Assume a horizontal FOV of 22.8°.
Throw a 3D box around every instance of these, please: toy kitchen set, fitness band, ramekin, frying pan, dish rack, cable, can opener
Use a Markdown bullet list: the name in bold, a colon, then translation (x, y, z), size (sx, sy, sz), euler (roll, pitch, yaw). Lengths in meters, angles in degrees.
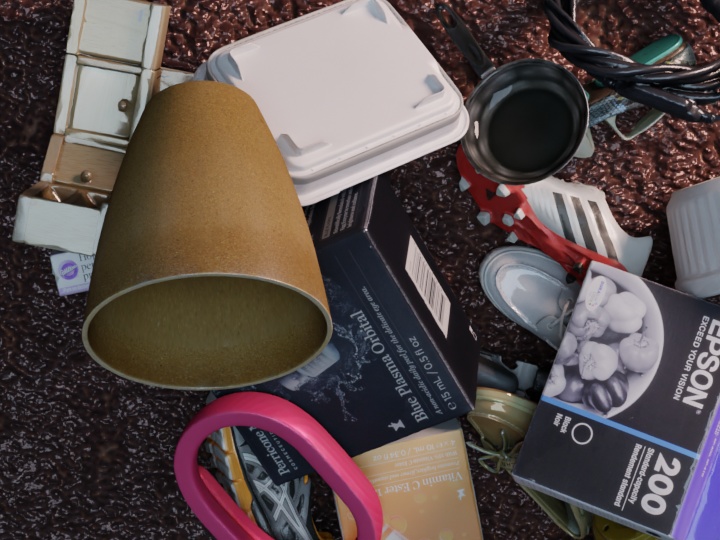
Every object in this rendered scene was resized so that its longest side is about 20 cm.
- **toy kitchen set**: translation (-0.179, -0.118, 1.483), size (0.162, 0.180, 0.201), euler (10, 99, -2)
- **fitness band**: translation (-0.070, 0.189, 1.515), size (0.143, 0.037, 0.200), euler (-30, 111, 30)
- **ramekin**: translation (0.358, -0.048, 1.544), size (0.201, 0.202, 0.095), euler (-18, 89, -1)
- **frying pan**: translation (0.113, -0.142, 1.542), size (0.190, 0.031, 0.115), euler (32, 88, 29)
- **dish rack**: translation (-0.022, -0.153, 1.493), size (0.199, 0.044, 0.172), euler (-24, 61, -24)
- **cable**: translation (0.253, -0.218, 1.539), size (0.199, 0.051, 0.164), euler (22, 68, 12)
- **can opener**: translation (0.166, 0.117, 1.600), size (0.199, 0.066, 0.053), euler (15, 102, 7)

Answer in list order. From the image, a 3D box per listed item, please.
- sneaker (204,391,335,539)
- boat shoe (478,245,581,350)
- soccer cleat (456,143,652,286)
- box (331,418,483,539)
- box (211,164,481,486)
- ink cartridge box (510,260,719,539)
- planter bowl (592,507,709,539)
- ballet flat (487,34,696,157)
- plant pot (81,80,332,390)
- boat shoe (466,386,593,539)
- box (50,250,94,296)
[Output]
- **sneaker**: translation (-0.085, 0.188, 1.610), size (0.077, 0.078, 0.201), euler (-23, 105, -13)
- **boat shoe**: translation (0.194, 0.049, 1.605), size (0.200, 0.069, 0.072), euler (40, 95, -10)
- **soccer cleat**: translation (0.172, -0.055, 1.592), size (0.200, 0.069, 0.085), euler (39, 59, 5)
- **box**: translation (0.044, 0.236, 1.611), size (0.124, 0.098, 0.201), euler (-12, 101, -2)
- **box**: translation (-0.028, 0.049, 1.516), size (0.199, 0.118, 0.197), euler (-23, 116, 20)
- **ink cartridge box**: translation (0.252, 0.118, 1.498), size (0.199, 0.043, 0.199), euler (20, 84, 13)
- **planter bowl**: translation (0.265, 0.218, 1.562), size (0.200, 0.200, 0.083), euler (-46, 118, 4)
- **ballet flat**: translation (0.209, -0.137, 1.577), size (0.199, 0.074, 0.075), euler (-24, 101, 2)
- **plant pot**: translation (-0.120, -0.037, 1.375), size (0.185, 0.187, 0.201), euler (-2, 60, -4)
- **boat shoe**: translation (0.157, 0.169, 1.587), size (0.200, 0.073, 0.063), euler (39, 66, -33)
- **box**: translation (-0.172, -0.020, 1.578), size (0.199, 0.041, 0.039), euler (-12, 101, -2)
